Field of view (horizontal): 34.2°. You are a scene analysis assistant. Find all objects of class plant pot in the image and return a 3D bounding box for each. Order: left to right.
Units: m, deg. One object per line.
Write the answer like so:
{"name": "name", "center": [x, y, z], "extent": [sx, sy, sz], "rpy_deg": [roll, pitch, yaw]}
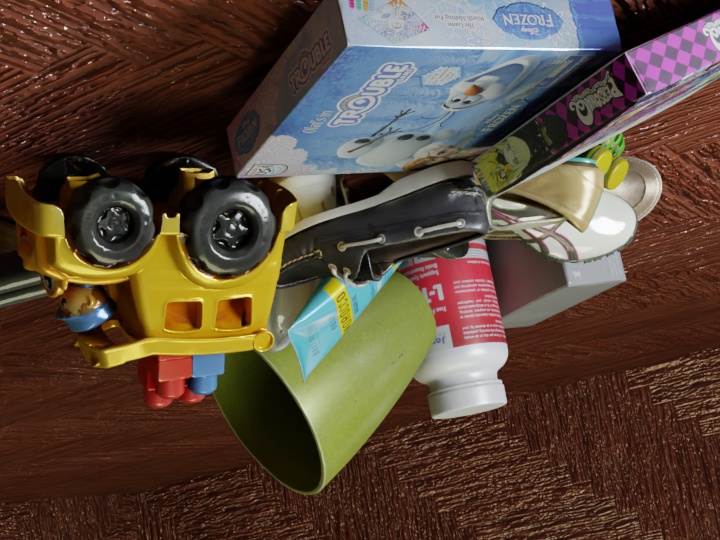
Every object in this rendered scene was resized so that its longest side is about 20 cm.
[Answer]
{"name": "plant pot", "center": [-0.024, 0.089, 1.170], "extent": [0.199, 0.188, 0.187], "rpy_deg": [-33, 178, -29]}

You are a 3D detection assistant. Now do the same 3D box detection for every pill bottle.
{"name": "pill bottle", "center": [0.100, 0.057, 1.294], "extent": [0.111, 0.202, 0.112], "rpy_deg": [-10, 166, -3]}

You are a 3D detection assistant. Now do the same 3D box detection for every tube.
{"name": "tube", "center": [0.000, 0.000, 0.999], "extent": [0.050, 0.200, 0.078], "rpy_deg": [22, 149, 29]}

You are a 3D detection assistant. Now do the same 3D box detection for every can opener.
{"name": "can opener", "center": [-0.265, -0.009, 0.963], "extent": [0.199, 0.067, 0.053], "rpy_deg": [-20, 157, -11]}

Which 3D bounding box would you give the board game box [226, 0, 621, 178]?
{"name": "board game box", "center": [0.035, -0.120, 0.785], "extent": [0.198, 0.044, 0.200], "rpy_deg": [-4, 164, -26]}

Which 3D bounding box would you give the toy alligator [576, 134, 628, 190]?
{"name": "toy alligator", "center": [0.186, -0.113, 0.998], "extent": [0.200, 0.059, 0.055], "rpy_deg": [13, 109, -57]}

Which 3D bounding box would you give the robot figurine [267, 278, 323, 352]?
{"name": "robot figurine", "center": [-0.120, 0.007, 1.044], "extent": [0.198, 0.114, 0.170], "rpy_deg": [9, -176, 15]}

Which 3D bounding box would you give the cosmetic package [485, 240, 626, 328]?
{"name": "cosmetic package", "center": [0.200, -0.007, 1.321], "extent": [0.090, 0.108, 0.200], "rpy_deg": [-3, 166, -29]}

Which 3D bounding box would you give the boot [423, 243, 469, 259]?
{"name": "boot", "center": [-0.012, -0.021, 1.170], "extent": [0.199, 0.073, 0.181], "rpy_deg": [-22, 163, 32]}

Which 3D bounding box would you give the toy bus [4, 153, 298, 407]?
{"name": "toy bus", "center": [-0.160, 0.014, 0.873], "extent": [0.199, 0.194, 0.136], "rpy_deg": [-1, -164, -28]}

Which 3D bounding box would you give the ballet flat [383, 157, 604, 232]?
{"name": "ballet flat", "center": [0.094, -0.067, 0.946], "extent": [0.198, 0.064, 0.069], "rpy_deg": [8, 177, 19]}

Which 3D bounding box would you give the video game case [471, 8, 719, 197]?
{"name": "video game case", "center": [0.199, -0.129, 0.833], "extent": [0.199, 0.036, 0.181], "rpy_deg": [-27, 177, -32]}

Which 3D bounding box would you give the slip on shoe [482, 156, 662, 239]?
{"name": "slip on shoe", "center": [0.194, -0.069, 1.132], "extent": [0.198, 0.077, 0.061], "rpy_deg": [-4, 179, 4]}

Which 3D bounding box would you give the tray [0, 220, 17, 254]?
{"name": "tray", "center": [-0.354, -0.021, 0.976], "extent": [0.098, 0.037, 0.200], "rpy_deg": [-15, 167, 16]}

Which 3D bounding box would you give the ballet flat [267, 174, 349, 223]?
{"name": "ballet flat", "center": [-0.041, -0.064, 0.966], "extent": [0.067, 0.073, 0.200], "rpy_deg": [-12, 166, 2]}

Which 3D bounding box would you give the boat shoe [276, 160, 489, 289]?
{"name": "boat shoe", "center": [0.007, -0.020, 0.915], "extent": [0.199, 0.061, 0.074], "rpy_deg": [-22, 164, 17]}

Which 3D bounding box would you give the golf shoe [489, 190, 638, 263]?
{"name": "golf shoe", "center": [0.165, -0.058, 1.049], "extent": [0.198, 0.078, 0.088], "rpy_deg": [10, 162, -12]}
